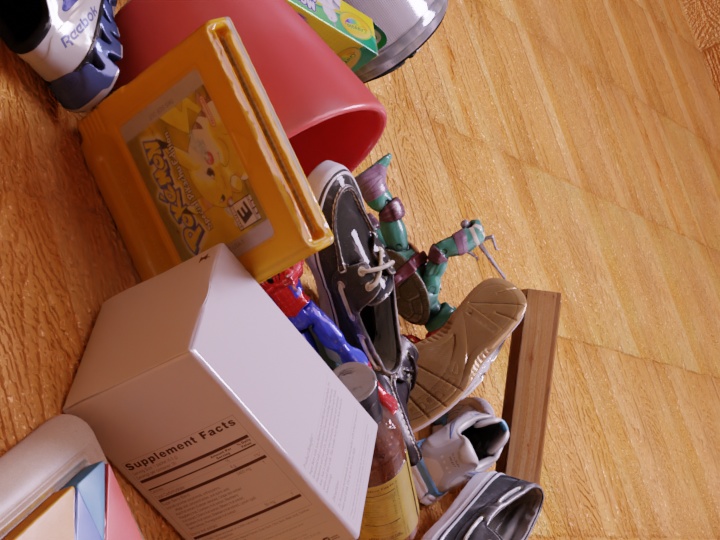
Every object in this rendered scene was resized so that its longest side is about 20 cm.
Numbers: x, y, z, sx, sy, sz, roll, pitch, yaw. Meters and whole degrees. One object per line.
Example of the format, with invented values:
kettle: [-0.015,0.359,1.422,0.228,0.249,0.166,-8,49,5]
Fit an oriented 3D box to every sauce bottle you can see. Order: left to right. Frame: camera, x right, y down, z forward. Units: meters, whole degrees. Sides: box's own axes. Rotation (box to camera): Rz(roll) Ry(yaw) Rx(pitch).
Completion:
sauce bottle: [0.007,0.148,1.415,0.201,0.065,0.066,78,8,-46]

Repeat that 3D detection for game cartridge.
game cartridge: [-0.121,-0.064,1.296,0.032,0.199,0.178,-24,88,-44]

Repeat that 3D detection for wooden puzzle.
wooden puzzle: [-0.173,0.204,1.119,0.201,0.037,0.185,61,24,-7]

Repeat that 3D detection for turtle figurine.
turtle figurine: [0.053,-0.007,1.684,0.201,0.149,0.101,54,43,-3]

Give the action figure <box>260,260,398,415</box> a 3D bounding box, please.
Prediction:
action figure: [-0.045,0.053,1.402,0.201,0.065,0.099,57,15,-15]

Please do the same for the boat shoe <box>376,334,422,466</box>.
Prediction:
boat shoe: [0.020,0.079,1.553,0.073,0.064,0.201,86,-15,-63]

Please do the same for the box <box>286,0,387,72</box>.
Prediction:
box: [-0.075,-0.210,1.591,0.199,0.117,0.049,23,47,-43]

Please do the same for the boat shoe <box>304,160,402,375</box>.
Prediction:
boat shoe: [0.000,0.000,1.447,0.071,0.063,0.201,-44,138,-34]

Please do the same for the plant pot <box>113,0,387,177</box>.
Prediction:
plant pot: [-0.105,-0.140,1.422,0.178,0.200,0.200,58,22,14]

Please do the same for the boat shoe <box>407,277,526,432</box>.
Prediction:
boat shoe: [0.078,0.093,1.628,0.071,0.200,0.070,41,-25,19]

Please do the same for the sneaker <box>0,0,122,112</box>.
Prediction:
sneaker: [-0.240,-0.230,1.350,0.115,0.080,0.201,37,38,-50]

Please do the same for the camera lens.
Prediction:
camera lens: [-0.019,-0.297,1.765,0.200,0.159,0.161,52,27,-25]

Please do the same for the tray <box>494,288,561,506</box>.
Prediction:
tray: [0.159,0.120,1.690,0.099,0.037,0.202,135,-39,-88]

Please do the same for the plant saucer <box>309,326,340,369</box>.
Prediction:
plant saucer: [-0.054,0.094,1.471,0.200,0.036,0.201,46,30,-36]

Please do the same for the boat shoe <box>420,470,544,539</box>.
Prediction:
boat shoe: [0.102,0.244,1.549,0.200,0.070,0.073,-56,130,-43]

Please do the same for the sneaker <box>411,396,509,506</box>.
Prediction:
sneaker: [0.109,0.161,1.676,0.075,0.086,0.200,61,23,-4]

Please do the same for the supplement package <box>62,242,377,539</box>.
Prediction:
supplement package: [-0.095,0.106,1.270,0.200,0.119,0.122,51,29,-27]
